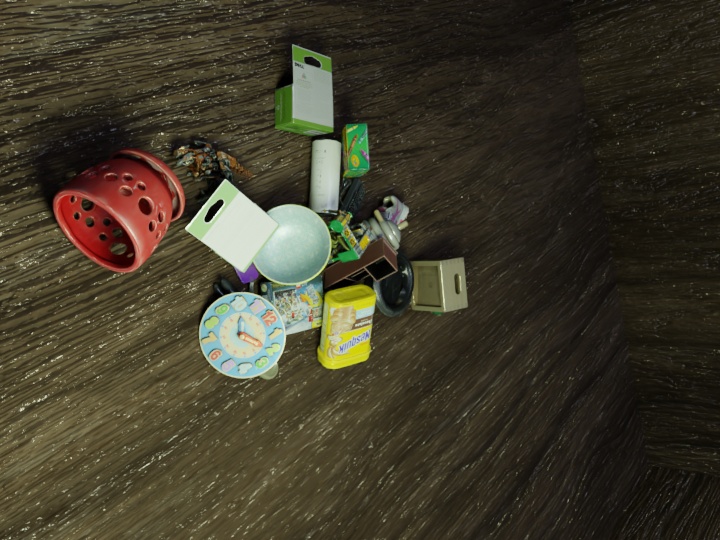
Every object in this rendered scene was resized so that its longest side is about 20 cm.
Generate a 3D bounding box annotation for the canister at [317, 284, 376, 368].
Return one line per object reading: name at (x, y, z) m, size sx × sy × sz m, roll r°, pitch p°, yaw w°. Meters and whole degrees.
canister at (-0.036, 0.147, 1.779) m, size 0.148 × 0.087 × 0.201 m, roll -12°, pitch 125°, yaw -30°

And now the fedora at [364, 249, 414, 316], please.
fedora at (0.072, 0.036, 1.968) m, size 0.200 × 0.091 × 0.202 m, roll 6°, pitch 82°, yaw -49°

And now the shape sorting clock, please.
shape sorting clock at (-0.271, 0.149, 1.541) m, size 0.199 × 0.039 × 0.201 m, roll 0°, pitch 93°, yaw -4°

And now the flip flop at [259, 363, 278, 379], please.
flip flop at (-0.261, 0.194, 1.619) m, size 0.200 × 0.057 × 0.081 m, roll 50°, pitch 55°, yaw -30°

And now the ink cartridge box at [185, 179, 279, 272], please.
ink cartridge box at (-0.296, -0.104, 1.537) m, size 0.146 × 0.048 × 0.200 m, roll -52°, pitch 134°, yaw -4°

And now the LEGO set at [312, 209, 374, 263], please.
LEGO set at (-0.062, -0.099, 1.760) m, size 0.154 × 0.199 × 0.116 m, roll 51°, pitch 45°, yaw -18°

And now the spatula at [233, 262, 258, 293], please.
spatula at (-0.263, 0.062, 1.650) m, size 0.056 × 0.020 × 0.201 m, roll -28°, pitch 110°, yaw -44°

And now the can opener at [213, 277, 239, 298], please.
can opener at (-0.272, 0.099, 1.591) m, size 0.200 × 0.063 × 0.079 m, roll 43°, pitch 25°, yaw -14°

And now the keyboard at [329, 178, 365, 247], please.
keyboard at (-0.040, -0.176, 1.884) m, size 0.127 × 0.020 × 0.201 m, roll 56°, pitch 49°, yaw -49°

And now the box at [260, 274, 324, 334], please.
box at (-0.170, 0.088, 1.726) m, size 0.200 × 0.038 × 0.138 m, roll -9°, pitch 95°, yaw -54°

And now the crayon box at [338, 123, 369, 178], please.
crayon box at (-0.019, -0.320, 1.811) m, size 0.058 × 0.200 × 0.120 m, roll -4°, pitch 93°, yaw -7°

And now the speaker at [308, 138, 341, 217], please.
speaker at (-0.096, -0.244, 1.800) m, size 0.081 × 0.081 × 0.201 m, roll 8°, pitch 82°, yaw -47°

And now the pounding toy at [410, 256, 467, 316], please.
pounding toy at (0.250, 0.061, 2.117) m, size 0.142 × 0.184 × 0.201 m, roll -9°, pitch 96°, yaw -35°

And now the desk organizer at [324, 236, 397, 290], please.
desk organizer at (0.000, 0.000, 1.801) m, size 0.072 × 0.199 × 0.077 m, roll 47°, pitch 25°, yaw -32°

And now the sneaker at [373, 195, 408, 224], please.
sneaker at (0.072, -0.141, 1.990) m, size 0.088 × 0.081 × 0.201 m, roll 47°, pitch 48°, yaw -35°

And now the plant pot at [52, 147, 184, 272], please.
plant pot at (-0.463, -0.128, 1.313) m, size 0.201 × 0.200 × 0.183 m, roll 57°, pitch 43°, yaw -30°

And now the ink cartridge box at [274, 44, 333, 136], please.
ink cartridge box at (-0.146, -0.466, 1.756) m, size 0.147 × 0.075 × 0.201 m, roll 2°, pitch 87°, yaw -47°

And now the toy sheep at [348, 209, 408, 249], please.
toy sheep at (0.042, -0.089, 1.867) m, size 0.138 × 0.199 × 0.138 m, roll 59°, pitch 5°, yaw -9°

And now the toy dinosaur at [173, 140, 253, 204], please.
toy dinosaur at (-0.329, -0.233, 1.541) m, size 0.199 × 0.102 × 0.137 m, roll -5°, pitch 75°, yaw -27°

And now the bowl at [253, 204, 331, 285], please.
bowl at (-0.170, -0.055, 1.675) m, size 0.108 × 0.199 × 0.201 m, roll 94°, pitch 3°, yaw -81°
